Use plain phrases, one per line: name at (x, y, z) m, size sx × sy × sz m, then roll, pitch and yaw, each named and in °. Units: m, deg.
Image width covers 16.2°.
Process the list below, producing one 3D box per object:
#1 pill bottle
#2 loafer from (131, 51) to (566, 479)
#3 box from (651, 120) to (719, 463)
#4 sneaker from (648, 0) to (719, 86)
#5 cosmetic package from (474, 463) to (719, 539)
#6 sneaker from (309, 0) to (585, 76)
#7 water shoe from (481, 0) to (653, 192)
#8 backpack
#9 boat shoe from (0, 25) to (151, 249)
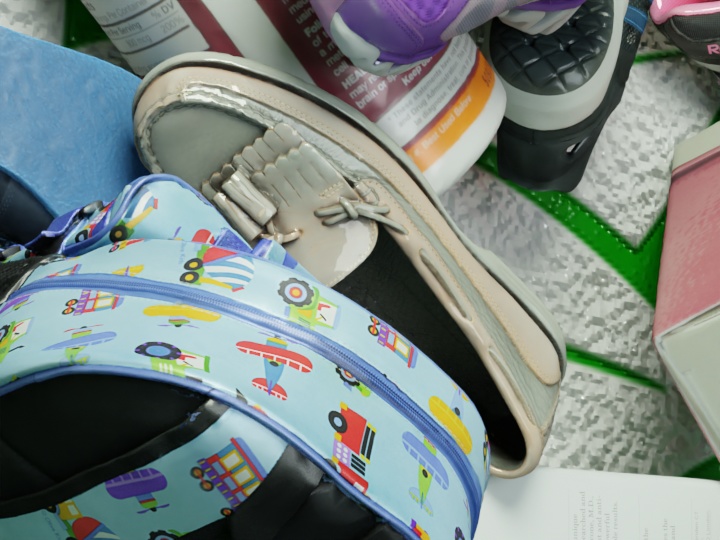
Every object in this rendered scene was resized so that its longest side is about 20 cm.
pill bottle at (-0.043, -0.111, 0.950) m, size 0.114 × 0.114 × 0.201 m, roll -47°, pitch 111°, yaw -31°
loafer at (0.000, 0.000, 0.899) m, size 0.200 × 0.072 × 0.063 m, roll 38°, pitch 31°, yaw -23°
box at (0.200, 0.012, 1.054) m, size 0.128 × 0.108 × 0.200 m, roll 57°, pitch 21°, yaw -16°
sneaker at (0.199, -0.166, 1.104) m, size 0.095 × 0.079 × 0.201 m, roll 25°, pitch 109°, yaw -29°
cosmetic package at (0.041, 0.117, 0.981) m, size 0.199 × 0.113 × 0.082 m, roll 5°, pitch 80°, yaw -34°
sneaker at (0.050, -0.127, 0.907) m, size 0.200 × 0.088 × 0.081 m, roll -20°, pitch 88°, yaw -54°
water shoe at (0.091, -0.118, 1.085) m, size 0.079 × 0.071 × 0.201 m, roll 92°, pitch 18°, yaw -46°
backpack at (-0.047, 0.059, 0.789) m, size 0.182 × 0.200 × 0.135 m, roll 41°, pitch 53°, yaw -18°
boat shoe at (-0.128, -0.050, 0.911) m, size 0.199 × 0.068 × 0.085 m, roll 35°, pitch 60°, yaw -26°
